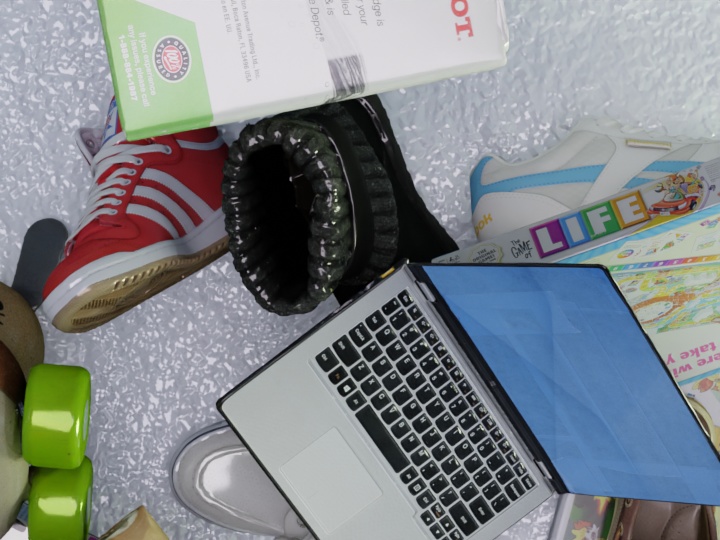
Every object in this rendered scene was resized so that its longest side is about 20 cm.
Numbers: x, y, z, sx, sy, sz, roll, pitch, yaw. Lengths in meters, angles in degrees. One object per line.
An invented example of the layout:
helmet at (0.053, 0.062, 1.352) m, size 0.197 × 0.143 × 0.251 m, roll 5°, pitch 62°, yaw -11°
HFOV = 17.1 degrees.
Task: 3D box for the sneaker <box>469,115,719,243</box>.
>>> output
sneaker at (0.160, -0.051, 1.364) m, size 0.199 × 0.077 × 0.081 m, roll -15°, pitch 70°, yaw -8°

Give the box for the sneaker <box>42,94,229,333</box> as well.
sneaker at (-0.132, -0.042, 1.320) m, size 0.071 × 0.200 × 0.113 m, roll -35°, pitch 88°, yaw 32°

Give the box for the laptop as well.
laptop at (0.064, 0.097, 1.263) m, size 0.199 × 0.116 × 0.188 m, roll -36°, pitch 123°, yaw -3°

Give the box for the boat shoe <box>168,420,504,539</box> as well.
boat shoe at (-0.013, 0.130, 1.374) m, size 0.200 × 0.086 × 0.075 m, roll 10°, pitch 95°, yaw -1°

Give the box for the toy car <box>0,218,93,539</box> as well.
toy car at (-0.225, 0.041, 1.337) m, size 0.163 × 0.158 × 0.201 m, roll 5°, pitch 50°, yaw -1°

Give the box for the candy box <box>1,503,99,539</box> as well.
candy box at (-0.158, 0.232, 1.397) m, size 0.199 × 0.061 × 0.137 m, roll 26°, pitch 93°, yaw -3°

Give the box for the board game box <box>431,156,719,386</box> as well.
board game box at (0.151, 0.016, 1.329) m, size 0.199 × 0.034 × 0.135 m, roll -19°, pitch 135°, yaw 2°

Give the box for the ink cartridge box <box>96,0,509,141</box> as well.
ink cartridge box at (-0.037, -0.155, 1.216) m, size 0.198 × 0.084 × 0.147 m, roll -11°, pitch 92°, yaw -4°

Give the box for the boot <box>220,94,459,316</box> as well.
boot at (-0.002, 0.000, 1.320) m, size 0.079 × 0.158 × 0.212 m, roll -26°, pitch 100°, yaw 17°

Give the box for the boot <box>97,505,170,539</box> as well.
boot at (-0.061, 0.207, 1.301) m, size 0.175 × 0.066 × 0.200 m, roll -42°, pitch 92°, yaw 3°

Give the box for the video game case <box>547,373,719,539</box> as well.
video game case at (0.217, 0.110, 1.404) m, size 0.181 × 0.022 × 0.202 m, roll 15°, pitch 95°, yaw -1°

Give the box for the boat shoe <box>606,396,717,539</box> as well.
boat shoe at (0.171, 0.174, 1.362) m, size 0.072 × 0.072 × 0.202 m, roll 8°, pitch 95°, yaw 0°
